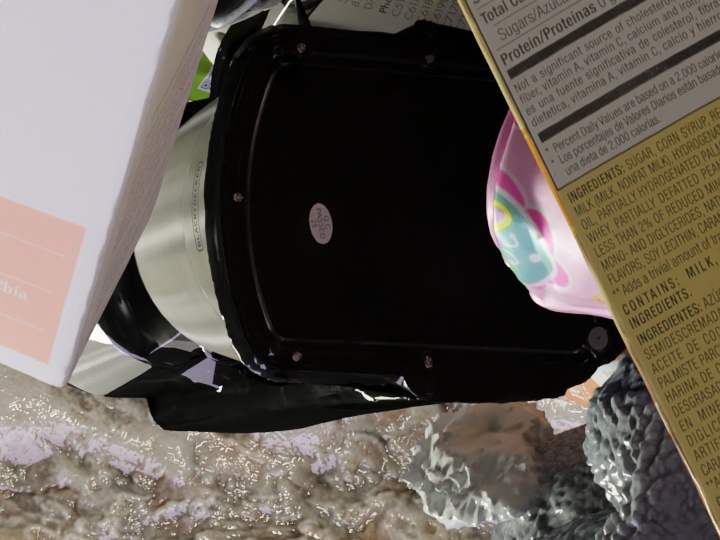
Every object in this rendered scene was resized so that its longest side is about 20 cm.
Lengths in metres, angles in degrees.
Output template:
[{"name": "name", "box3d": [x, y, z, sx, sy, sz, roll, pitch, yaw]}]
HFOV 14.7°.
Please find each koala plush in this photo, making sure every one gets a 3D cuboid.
[{"name": "koala plush", "box3d": [0.100, 0.114, 0.994, 0.177, 0.184, 0.200, 31, -172, -22]}]

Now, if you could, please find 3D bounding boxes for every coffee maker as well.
[{"name": "coffee maker", "box3d": [0.000, 0.000, 0.926, 0.192, 0.135, 0.200, 28, 165, -20]}]

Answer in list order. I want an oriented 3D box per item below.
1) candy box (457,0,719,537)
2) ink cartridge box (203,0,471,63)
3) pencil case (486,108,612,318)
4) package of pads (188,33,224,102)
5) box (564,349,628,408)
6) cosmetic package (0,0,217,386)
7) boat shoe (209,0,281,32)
[{"name": "candy box", "box3d": [0.077, -0.015, 0.591, 0.200, 0.055, 0.115, 65, -168, 24]}, {"name": "ink cartridge box", "box3d": [0.039, -0.083, 0.974, 0.200, 0.068, 0.115, 17, 164, 25]}, {"name": "pencil case", "box3d": [0.132, -0.002, 0.741, 0.200, 0.088, 0.087, 22, -177, 28]}, {"name": "package of pads", "box3d": [-0.133, -0.089, 1.158, 0.068, 0.155, 0.200, 19, -153, -34]}, {"name": "box", "box3d": [0.157, 0.008, 1.034, 0.200, 0.098, 0.125, 23, 153, 43]}, {"name": "cosmetic package", "box3d": [-0.085, -0.072, 0.659, 0.101, 0.200, 0.071, 21, -133, 0]}, {"name": "boat shoe", "box3d": [-0.055, -0.093, 0.817, 0.071, 0.070, 0.201, 20, -145, 23]}]
